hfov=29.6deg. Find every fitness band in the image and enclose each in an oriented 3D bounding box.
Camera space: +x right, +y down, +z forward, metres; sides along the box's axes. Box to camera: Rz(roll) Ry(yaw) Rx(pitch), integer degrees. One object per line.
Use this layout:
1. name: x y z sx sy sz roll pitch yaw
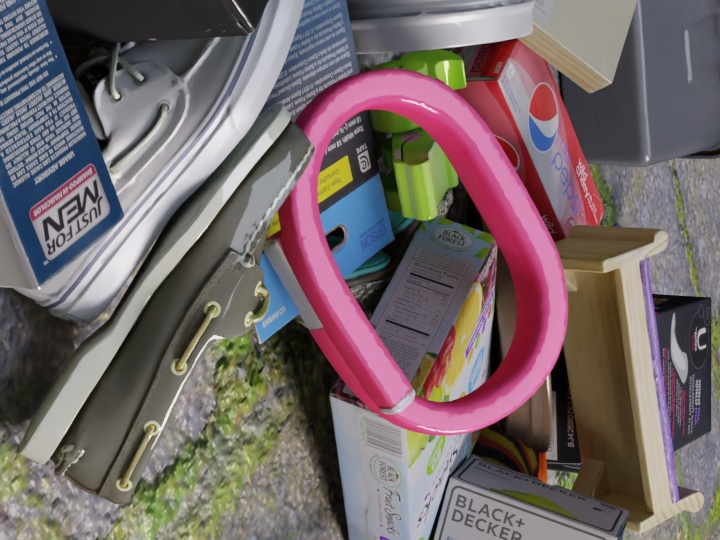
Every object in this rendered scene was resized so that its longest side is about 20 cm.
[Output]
1. fitness band: 0.032 -0.009 0.719 0.143 0.037 0.201 -37 105 -25

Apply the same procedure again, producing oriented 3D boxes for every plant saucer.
1. plant saucer: 0.100 0.027 0.938 0.200 0.029 0.202 -9 90 -89

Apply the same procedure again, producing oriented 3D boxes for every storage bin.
1. storage bin: 0.243 -0.177 1.135 0.134 0.145 0.202 -24 113 -43

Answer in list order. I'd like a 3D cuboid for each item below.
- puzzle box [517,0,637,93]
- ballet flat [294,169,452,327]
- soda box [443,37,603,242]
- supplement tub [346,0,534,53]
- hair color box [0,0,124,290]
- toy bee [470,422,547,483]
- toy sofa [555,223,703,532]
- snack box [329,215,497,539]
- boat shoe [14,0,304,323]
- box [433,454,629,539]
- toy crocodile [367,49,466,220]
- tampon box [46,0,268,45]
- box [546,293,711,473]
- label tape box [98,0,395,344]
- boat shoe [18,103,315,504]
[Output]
1. puzzle box: 0.111 -0.230 0.935 0.199 0.025 0.134 33 63 -22
2. ballet flat: 0.000 0.000 0.838 0.200 0.067 0.076 -39 139 -52
3. soda box: 0.117 -0.088 1.005 0.200 0.063 0.070 59 46 -40
4. supplement tub: 0.033 -0.233 0.787 0.145 0.144 0.202 -24 113 -54
5. hair color box: -0.174 -0.094 0.522 0.061 0.099 0.201 -47 130 -46
6. toy bee: 0.099 0.202 0.981 0.201 0.108 0.131 -96 167 -45
7. toy sofa: 0.186 0.069 0.947 0.097 0.083 0.202 -18 104 -33
8. snack box: 0.037 0.084 0.850 0.201 0.053 0.143 86 28 -52
9. boat shoe: -0.099 -0.067 0.605 0.067 0.074 0.201 28 98 -35
10. box: 0.092 0.238 0.898 0.060 0.116 0.201 -17 123 -70
11. toy crocodile: 0.039 -0.087 0.840 0.200 0.061 0.068 -86 167 -67
12. tampon box: -0.096 -0.214 0.585 0.126 0.149 0.201 51 52 -45
13. box: 0.206 0.087 1.116 0.199 0.105 0.123 -8 99 -56
14. label tape box: -0.059 -0.083 0.732 0.144 0.063 0.201 -37 123 -48
15. boat shoe: -0.080 0.016 0.639 0.060 0.072 0.202 35 91 -13
